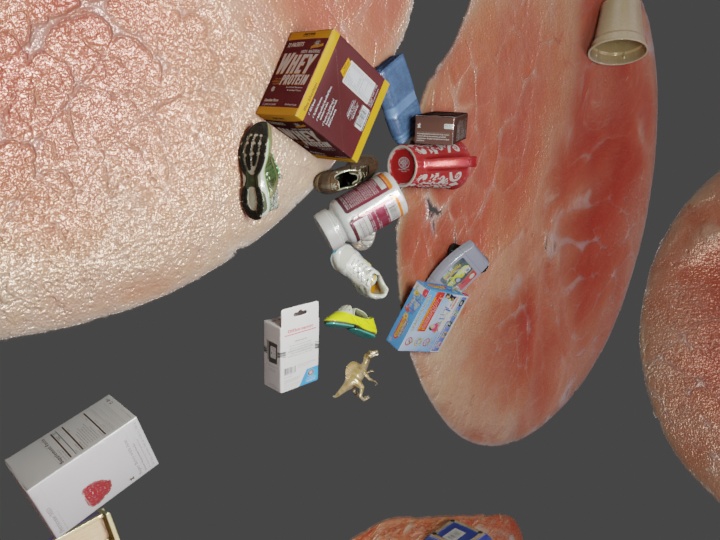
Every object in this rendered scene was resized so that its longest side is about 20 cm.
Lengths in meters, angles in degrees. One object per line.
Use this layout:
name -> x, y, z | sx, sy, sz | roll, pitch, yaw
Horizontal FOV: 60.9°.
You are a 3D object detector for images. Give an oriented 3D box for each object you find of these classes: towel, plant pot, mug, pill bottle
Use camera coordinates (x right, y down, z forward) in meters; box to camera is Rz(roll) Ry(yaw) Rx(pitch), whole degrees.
towel -> 0.091, -0.424, 1.525 | 0.112, 0.048, 0.201 | -46, 131, -30
plant pot -> 0.921, -0.861, 2.183 | 0.200, 0.200, 0.184 | 13, 80, -47
plant pot -> 0.328, 0.976, 2.083 | 0.199, 0.199, 0.181 | -9, 101, -45
mug -> 0.188, -0.285, 1.590 | 0.199, 0.177, 0.134 | -10, 72, -40
pill bottle -> -0.001, -0.134, 1.422 | 0.199, 0.114, 0.114 | -30, 126, -6

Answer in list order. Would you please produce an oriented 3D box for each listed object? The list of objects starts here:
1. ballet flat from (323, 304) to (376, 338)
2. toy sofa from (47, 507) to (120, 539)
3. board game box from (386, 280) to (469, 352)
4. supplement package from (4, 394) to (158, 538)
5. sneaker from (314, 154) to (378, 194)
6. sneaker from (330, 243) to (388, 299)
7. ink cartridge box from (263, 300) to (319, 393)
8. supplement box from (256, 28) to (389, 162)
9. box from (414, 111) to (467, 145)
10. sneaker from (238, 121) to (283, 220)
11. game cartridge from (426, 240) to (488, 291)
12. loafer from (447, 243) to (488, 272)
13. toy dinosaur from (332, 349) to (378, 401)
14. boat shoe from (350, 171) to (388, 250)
ballet flat -> -0.026, 0.124, 1.563 | 0.200, 0.067, 0.067 | 24, 63, -50
toy sofa -> -0.551, 0.523, 1.120 | 0.200, 0.097, 0.083 | -21, 92, -41
board game box -> 0.194, 0.135, 1.750 | 0.195, 0.056, 0.201 | 11, 111, -47
supplement package -> -0.490, 0.341, 1.088 | 0.200, 0.119, 0.122 | -35, 125, -34
sneaker -> -0.014, -0.222, 1.454 | 0.200, 0.075, 0.071 | -31, 122, -36
sneaker -> 0.000, 0.000, 1.531 | 0.077, 0.081, 0.200 | -58, 134, -15
ink cartridge box -> -0.160, 0.167, 1.422 | 0.116, 0.067, 0.201 | -12, 111, -44
supplement box -> -0.076, -0.366, 1.304 | 0.200, 0.132, 0.198 | 29, 80, -47
box -> 0.211, -0.367, 1.574 | 0.200, 0.100, 0.075 | -37, 132, -65
sneaker -> -0.200, -0.209, 1.280 | 0.088, 0.077, 0.201 | -21, 122, -55
game cartridge -> 0.280, 0.010, 1.807 | 0.200, 0.041, 0.133 | -46, 131, 4
loafer -> 0.345, -0.028, 1.890 | 0.200, 0.071, 0.073 | 16, 90, -47
toy dinosaur -> -0.015, 0.297, 1.635 | 0.200, 0.058, 0.101 | -45, 116, -38
boat shoe -> 0.021, -0.149, 1.521 | 0.075, 0.072, 0.201 | 23, 92, -5
